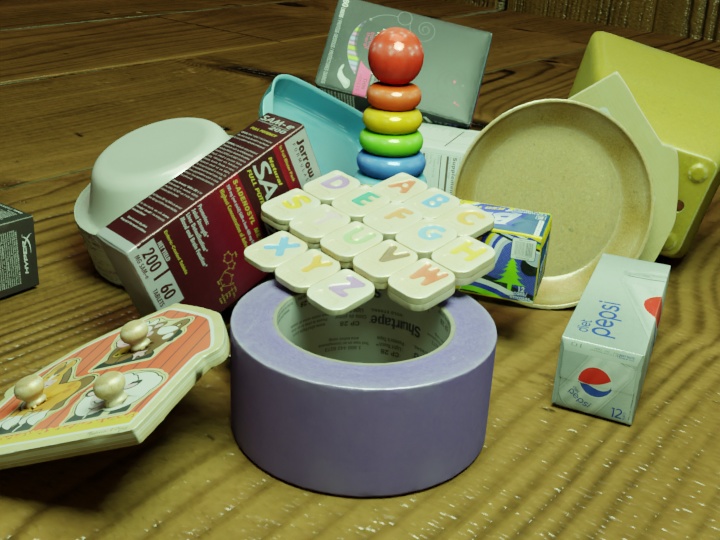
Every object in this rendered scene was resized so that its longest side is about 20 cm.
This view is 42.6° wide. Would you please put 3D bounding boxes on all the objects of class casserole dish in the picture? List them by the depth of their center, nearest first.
[{"bbox_3d":[-0.039,-0.125,0.972,0.038,0.123,0.198,-23,-29,36],"label":"casserole dish"}]

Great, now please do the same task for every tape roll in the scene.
[{"bbox_3d":[0.001,0.075,0.694,0.196,0.086,0.201,2,23,-1],"label":"tape roll"}]

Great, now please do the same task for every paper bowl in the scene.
[{"bbox_3d":[-0.192,-0.080,0.937,0.197,0.106,0.202,-9,35,6],"label":"paper bowl"}]

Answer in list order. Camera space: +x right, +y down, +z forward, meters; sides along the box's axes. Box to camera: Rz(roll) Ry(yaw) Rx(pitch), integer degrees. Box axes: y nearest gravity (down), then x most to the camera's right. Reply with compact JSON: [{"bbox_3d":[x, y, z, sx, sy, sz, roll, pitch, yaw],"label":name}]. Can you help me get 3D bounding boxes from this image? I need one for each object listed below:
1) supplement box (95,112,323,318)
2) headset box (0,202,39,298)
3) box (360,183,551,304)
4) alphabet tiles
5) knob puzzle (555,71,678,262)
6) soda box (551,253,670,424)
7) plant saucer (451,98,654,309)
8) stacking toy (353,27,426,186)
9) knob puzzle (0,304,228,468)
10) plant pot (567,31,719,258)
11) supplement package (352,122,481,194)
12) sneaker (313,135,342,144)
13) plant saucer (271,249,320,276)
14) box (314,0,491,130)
[{"bbox_3d":[-0.121,-0.039,0.823,0.200,0.110,0.060,-41,41,-25],"label":"supplement box"},{"bbox_3d":[-0.423,-0.010,0.844,0.147,0.079,0.199,18,28,32],"label":"headset box"},{"bbox_3d":[0.069,-0.028,0.839,0.197,0.065,0.070,11,24,15],"label":"box"},{"bbox_3d":[0.010,-0.031,0.764,0.194,0.015,0.199,-27,41,-35],"label":"alphabet tiles"},{"bbox_3d":[0.235,-0.074,0.952,0.216,0.223,0.030,10,22,16],"label":"knob puzzle"},{"bbox_3d":[0.222,0.051,0.802,0.067,0.064,0.200,13,25,20],"label":"soda box"},{"bbox_3d":[0.187,-0.065,0.911,0.196,0.204,0.035,4,8,2],"label":"plant saucer"},{"bbox_3d":[0.033,-0.131,0.898,0.084,0.203,0.086,3,23,-1],"label":"stacking toy"},{"bbox_3d":[-0.181,0.066,0.659,0.216,0.031,0.220,-20,18,7],"label":"knob puzzle"},{"bbox_3d":[0.316,-0.125,1.039,0.193,0.197,0.201,20,31,6],"label":"plant pot"},{"bbox_3d":[0.095,-0.104,1.085,0.197,0.111,0.114,12,24,20],"label":"supplement package"},{"bbox_3d":[-0.055,-0.118,1.090,0.075,0.106,0.199,30,14,24],"label":"sneaker"},{"bbox_3d":[0.000,0.000,0.909,0.196,0.051,0.201,3,24,-1],"label":"plant saucer"},{"bbox_3d":[0.054,-0.247,1.162,0.197,0.124,0.106,14,-9,4],"label":"box"}]
